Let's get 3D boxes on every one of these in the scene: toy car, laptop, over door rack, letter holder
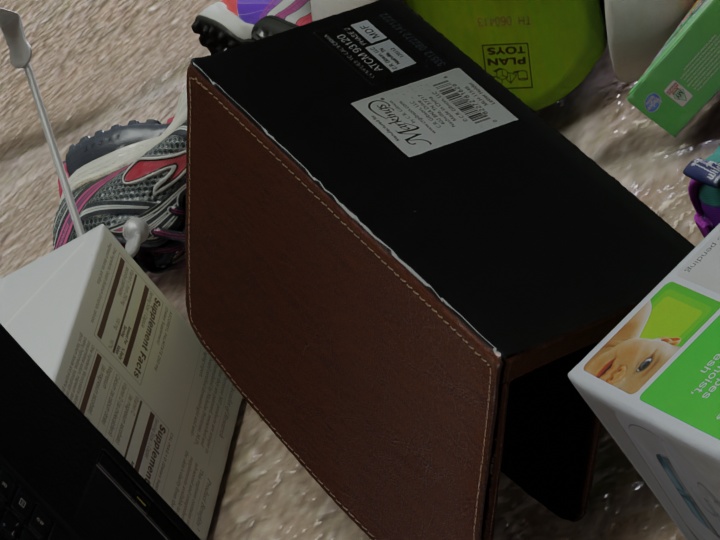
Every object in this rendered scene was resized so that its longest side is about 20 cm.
[{"bbox_3d":[0.067,-0.177,1.137,0.173,0.202,0.150,-2,22,13],"label":"toy car"},{"bbox_3d":[-0.079,0.124,0.872,0.103,0.178,0.201,-21,32,32],"label":"laptop"},{"bbox_3d":[-0.186,-0.013,1.242,0.147,0.201,0.067,-28,-6,25],"label":"over door rack"},{"bbox_3d":[0.026,0.015,0.950,0.100,0.143,0.200,-21,45,-29],"label":"letter holder"}]

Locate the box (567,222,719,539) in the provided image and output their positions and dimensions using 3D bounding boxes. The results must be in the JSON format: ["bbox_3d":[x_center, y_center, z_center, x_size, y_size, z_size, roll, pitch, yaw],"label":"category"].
[{"bbox_3d":[0.195,0.018,0.769,0.200,0.097,0.176,-43,24,-9],"label":"box"}]

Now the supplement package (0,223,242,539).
[{"bbox_3d":[-0.155,0.107,1.075,0.155,0.111,0.201,-26,29,25],"label":"supplement package"}]

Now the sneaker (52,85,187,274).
[{"bbox_3d":[-0.077,-0.043,1.256,0.199,0.080,0.075,-27,45,39],"label":"sneaker"}]

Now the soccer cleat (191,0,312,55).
[{"bbox_3d":[-0.023,-0.123,1.315,0.073,0.068,0.200,-38,24,-12],"label":"soccer cleat"}]

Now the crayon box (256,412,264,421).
[{"bbox_3d":[0.000,0.000,1.105,0.127,0.051,0.200,-37,26,7],"label":"crayon box"}]

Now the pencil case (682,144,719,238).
[{"bbox_3d":[0.201,-0.074,0.915,0.092,0.085,0.200,22,64,45],"label":"pencil case"}]

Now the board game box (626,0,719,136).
[{"bbox_3d":[0.189,-0.149,1.003,0.135,0.029,0.200,-53,1,-31],"label":"board game box"}]
